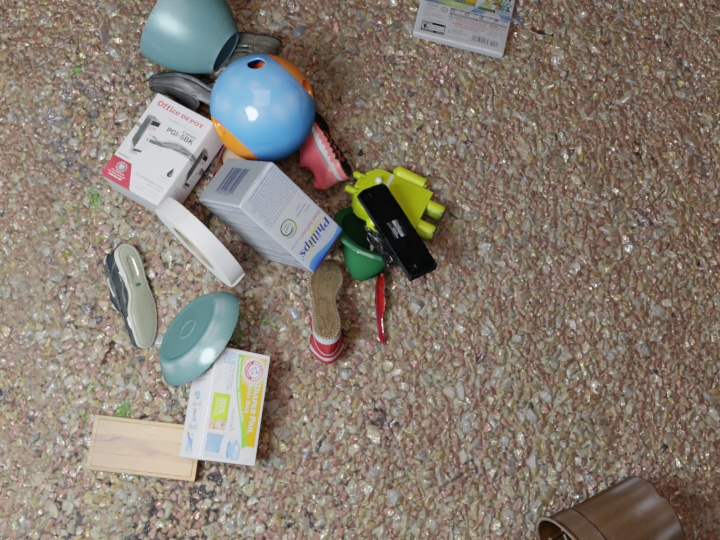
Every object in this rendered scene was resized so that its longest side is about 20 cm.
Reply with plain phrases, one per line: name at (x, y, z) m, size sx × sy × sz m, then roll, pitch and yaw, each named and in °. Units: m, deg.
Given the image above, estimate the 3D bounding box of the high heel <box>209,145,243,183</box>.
high heel at (-0.255, -0.205, 1.643) m, size 0.067 × 0.096 × 0.202 m, roll 9°, pitch 77°, yaw -1°

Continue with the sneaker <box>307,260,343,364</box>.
sneaker at (-0.067, 0.084, 1.614) m, size 0.071 × 0.113 × 0.201 m, roll 0°, pitch 47°, yaw -1°

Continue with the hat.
hat at (0.000, 0.000, 1.651) m, size 0.164 × 0.177 × 0.201 m, roll 15°, pitch 34°, yaw -10°

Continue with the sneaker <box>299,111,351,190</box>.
sneaker at (-0.098, -0.249, 1.678) m, size 0.086 × 0.074 × 0.201 m, roll -34°, pitch 70°, yaw 16°

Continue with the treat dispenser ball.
treat dispenser ball at (-0.184, -0.306, 1.585) m, size 0.199 × 0.201 × 0.203 m, roll 1°, pitch 77°, yaw -4°

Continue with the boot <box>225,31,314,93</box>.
boot at (-0.179, -0.421, 1.716) m, size 0.198 × 0.068 × 0.132 m, roll 14°, pitch 71°, yaw -2°

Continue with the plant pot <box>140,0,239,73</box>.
plant pot at (-0.319, -0.469, 1.650) m, size 0.134 × 0.200 × 0.201 m, roll 34°, pitch 77°, yaw -1°

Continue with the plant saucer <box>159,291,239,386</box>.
plant saucer at (-0.304, 0.114, 1.525) m, size 0.036 × 0.199 × 0.201 m, roll 42°, pitch 75°, yaw -31°

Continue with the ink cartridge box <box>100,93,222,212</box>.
ink cartridge box at (-0.383, -0.223, 1.634) m, size 0.146 × 0.083 × 0.201 m, roll 28°, pitch 77°, yaw 15°

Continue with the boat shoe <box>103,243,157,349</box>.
boat shoe at (-0.441, 0.054, 1.599) m, size 0.067 × 0.072 × 0.202 m, roll -19°, pitch 85°, yaw 29°

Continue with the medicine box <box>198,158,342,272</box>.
medicine box at (-0.167, -0.103, 1.544) m, size 0.200 × 0.182 × 0.103 m, roll 42°, pitch 74°, yaw -32°

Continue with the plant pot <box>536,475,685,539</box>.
plant pot at (0.453, 0.480, 1.494) m, size 0.197 × 0.200 × 0.201 m, roll -27°, pitch 80°, yaw -16°

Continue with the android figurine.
android figurine at (0.066, -0.134, 1.650) m, size 0.199 × 0.041 × 0.183 m, roll 27°, pitch 50°, yaw 4°

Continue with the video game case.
video game case at (0.226, -0.560, 1.793) m, size 0.198 × 0.022 × 0.184 m, roll 14°, pitch 77°, yaw 0°

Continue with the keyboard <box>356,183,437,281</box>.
keyboard at (0.053, -0.066, 1.566) m, size 0.104 × 0.040 × 0.201 m, roll -20°, pitch 70°, yaw -35°

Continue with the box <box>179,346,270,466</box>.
box at (-0.245, 0.245, 1.521) m, size 0.112 × 0.101 × 0.202 m, roll 14°, pitch 75°, yaw -30°

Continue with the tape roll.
tape roll at (-0.297, -0.052, 1.553) m, size 0.203 × 0.203 × 0.037 m, roll 43°, pitch 78°, yaw 6°

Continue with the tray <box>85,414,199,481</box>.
tray at (-0.395, 0.327, 1.546) m, size 0.198 × 0.037 × 0.100 m, roll 7°, pitch 77°, yaw -1°

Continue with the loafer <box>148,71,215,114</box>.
loafer at (-0.331, -0.347, 1.685) m, size 0.198 × 0.073 × 0.073 m, roll 11°, pitch 81°, yaw 0°
